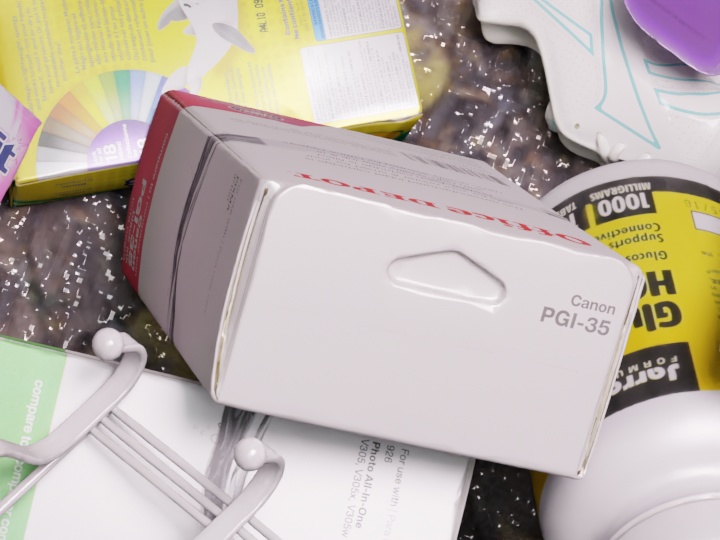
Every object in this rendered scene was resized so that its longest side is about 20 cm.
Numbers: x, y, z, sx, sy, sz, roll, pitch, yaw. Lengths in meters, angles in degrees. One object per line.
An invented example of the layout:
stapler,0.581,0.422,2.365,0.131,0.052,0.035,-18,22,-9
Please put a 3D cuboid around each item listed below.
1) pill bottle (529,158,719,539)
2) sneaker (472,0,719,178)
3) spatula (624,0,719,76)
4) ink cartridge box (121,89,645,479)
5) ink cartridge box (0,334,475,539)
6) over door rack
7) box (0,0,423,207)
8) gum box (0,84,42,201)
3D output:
pill bottle,0.118,0.059,0.994,0.112,0.113,0.201,2,40,-8
sneaker,0.126,-0.064,1.099,0.080,0.070,0.201,-38,78,-7
spatula,0.160,-0.158,1.107,0.056,0.021,0.200,34,46,-6
ink cartridge box,0.000,0.000,0.973,0.146,0.200,0.083,13,100,-16
ink cartridge box,-0.069,0.092,0.986,0.199,0.146,0.085,14,77,-5
over door rack,-0.094,0.129,0.845,0.147,0.067,0.200,36,75,22
box,-0.083,-0.096,1.081,0.199,0.048,0.118,-9,79,-13
gum box,-0.231,-0.036,0.984,0.199,0.066,0.114,12,70,37
